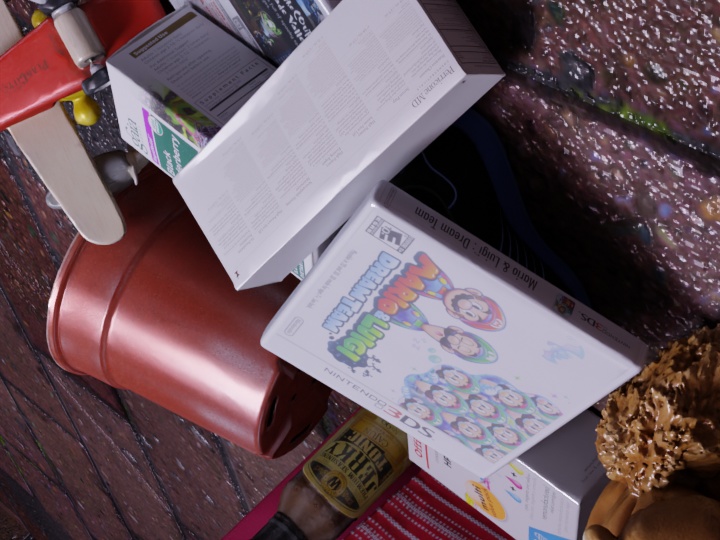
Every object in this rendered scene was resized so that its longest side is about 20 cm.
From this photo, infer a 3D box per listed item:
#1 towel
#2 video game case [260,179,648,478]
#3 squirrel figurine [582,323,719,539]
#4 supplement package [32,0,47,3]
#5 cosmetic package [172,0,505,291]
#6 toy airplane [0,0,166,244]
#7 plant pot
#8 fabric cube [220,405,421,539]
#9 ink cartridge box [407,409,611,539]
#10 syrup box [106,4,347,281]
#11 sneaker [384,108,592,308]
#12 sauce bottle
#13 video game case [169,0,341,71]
[{"bbox_3d":[0.053,0.230,1.050,0.144,0.199,0.023,30,142,35],"label":"towel"},{"bbox_3d":[0.048,0.045,0.817,0.181,0.024,0.200,32,145,-6],"label":"video game case"},{"bbox_3d":[0.172,0.133,0.733,0.140,0.202,0.187,-9,164,17],"label":"squirrel figurine"},{"bbox_3d":[-0.240,-0.300,0.772,0.190,0.148,0.200,22,152,0],"label":"supplement package"},{"bbox_3d":[-0.017,-0.079,0.763,0.200,0.050,0.083,-41,72,31],"label":"cosmetic package"},{"bbox_3d":[-0.243,-0.139,1.004,0.197,0.141,0.202,18,109,12],"label":"toy airplane"},{"bbox_3d":[-0.114,0.041,1.087,0.194,0.201,0.202,29,150,20],"label":"plant pot"},{"bbox_3d":[0.018,0.279,1.178,0.195,0.199,0.201,32,151,33],"label":"fabric cube"},{"bbox_3d":[0.096,0.120,0.976,0.199,0.068,0.116,34,151,28],"label":"ink cartridge box"},{"bbox_3d":[-0.075,-0.085,0.897,0.199,0.081,0.079,37,151,23],"label":"syrup box"},{"bbox_3d":[0.077,0.000,0.826,0.070,0.078,0.201,1,127,58],"label":"sneaker"},{"bbox_3d":[-0.019,0.176,1.090,0.064,0.200,0.065,34,151,22],"label":"sauce bottle"},{"bbox_3d":[-0.069,-0.177,0.882,0.201,0.023,0.181,56,155,-13],"label":"video game case"}]
